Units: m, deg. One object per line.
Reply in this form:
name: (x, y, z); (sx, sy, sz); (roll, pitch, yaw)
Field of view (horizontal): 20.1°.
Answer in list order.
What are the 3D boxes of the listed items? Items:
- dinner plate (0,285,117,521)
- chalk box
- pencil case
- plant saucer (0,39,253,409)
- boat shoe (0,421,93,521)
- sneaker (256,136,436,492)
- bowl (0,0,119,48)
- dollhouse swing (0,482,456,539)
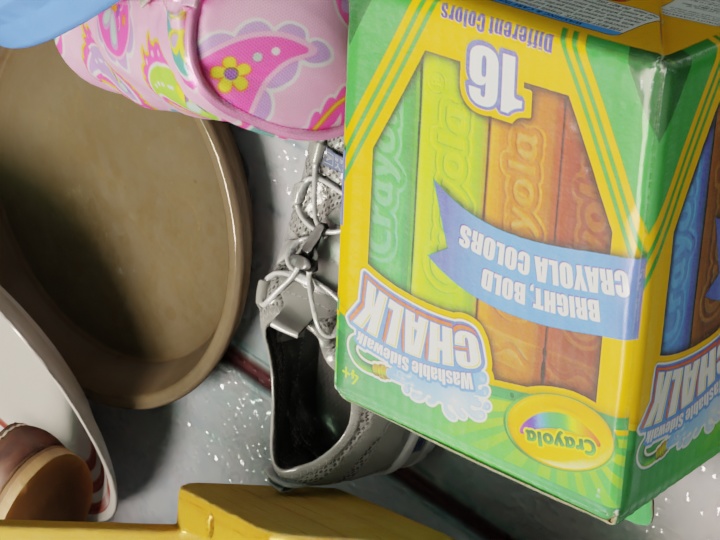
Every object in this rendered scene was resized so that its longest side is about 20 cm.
dinner plate: (-0.181, 0.039, 0.972); (0.200, 0.024, 0.200); (36, 154, 20)
chalk box: (0.075, -0.004, 0.686); (0.125, 0.124, 0.201); (20, 120, 36)
pencil case: (-0.055, -0.097, 0.744); (0.200, 0.087, 0.088); (-155, 52, -66)
plant saucer: (-0.119, -0.035, 0.919); (0.200, 0.029, 0.201); (17, 118, 36)
boat shoe: (-0.173, 0.128, 0.975); (0.070, 0.070, 0.200); (40, 149, 18)
sneaker: (0.000, 0.000, 0.785); (0.075, 0.082, 0.201); (19, 119, 36)
bowl: (-0.068, -0.155, 0.714); (0.200, 0.201, 0.039); (-18, 123, 45)
dollhouse swing: (-0.074, 0.188, 0.758); (0.182, 0.175, 0.201); (-172, 85, -68)
